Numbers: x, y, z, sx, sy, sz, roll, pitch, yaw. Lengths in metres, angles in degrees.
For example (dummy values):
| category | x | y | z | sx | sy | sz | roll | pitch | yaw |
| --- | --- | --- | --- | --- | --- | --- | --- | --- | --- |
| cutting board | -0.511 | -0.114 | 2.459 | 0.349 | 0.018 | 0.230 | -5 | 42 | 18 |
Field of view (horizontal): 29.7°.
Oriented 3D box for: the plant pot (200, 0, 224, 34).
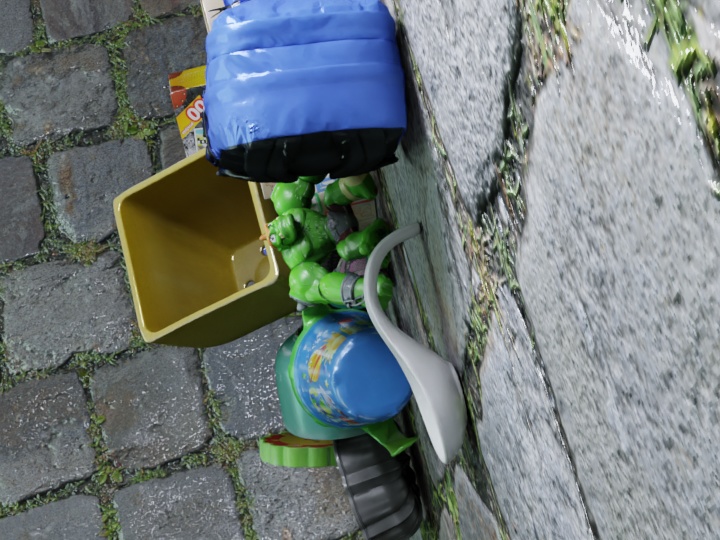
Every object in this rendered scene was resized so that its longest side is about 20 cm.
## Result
| category | x | y | z | sx | sy | sz | roll | pitch | yaw |
| --- | --- | --- | --- | --- | --- | --- | --- | --- | --- |
| plant pot | -0.068 | -0.207 | 1.227 | 0.200 | 0.133 | 0.203 | 165 | 90 | -85 |

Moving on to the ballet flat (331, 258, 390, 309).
| category | x | y | z | sx | sy | sz | roll | pitch | yaw |
| --- | --- | --- | --- | --- | --- | --- | --- | --- | --- |
| ballet flat | 0.000 | 0.000 | 1.538 | 0.200 | 0.068 | 0.072 | 131 | 142 | -80 |

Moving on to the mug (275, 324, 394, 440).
| category | x | y | z | sx | sy | sz | roll | pitch | yaw |
| --- | --- | --- | --- | --- | --- | --- | --- | --- | --- |
| mug | -0.032 | 0.120 | 1.691 | 0.185 | 0.150 | 0.116 | -116 | 16 | -72 |

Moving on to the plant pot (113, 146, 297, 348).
| category | x | y | z | sx | sy | sz | roll | pitch | yaw |
| --- | --- | --- | --- | --- | --- | --- | --- | --- | --- |
| plant pot | -0.152 | -0.017 | 1.661 | 0.199 | 0.194 | 0.197 | 26 | -137 | -59 |

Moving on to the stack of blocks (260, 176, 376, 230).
| category | x | y | z | sx | sy | sz | roll | pitch | yaw |
| --- | --- | --- | --- | --- | --- | --- | --- | --- | --- |
| stack of blocks | -0.060 | -0.123 | 1.524 | 0.059 | 0.114 | 0.202 | 81 | 172 | -55 |

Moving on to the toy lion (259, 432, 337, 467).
| category | x | y | z | sx | sy | sz | roll | pitch | yaw |
| --- | --- | --- | --- | --- | --- | --- | --- | --- | --- |
| toy lion | -0.048 | 0.248 | 1.924 | 0.200 | 0.189 | 0.070 | -128 | 37 | -88 |

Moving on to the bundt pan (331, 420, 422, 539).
| category | x | y | z | sx | sy | sz | roll | pitch | yaw |
| --- | --- | --- | --- | --- | --- | --- | --- | --- | --- |
| bundt pan | 0.025 | 0.256 | 1.740 | 0.202 | 0.075 | 0.204 | -20 | -90 | -84 |

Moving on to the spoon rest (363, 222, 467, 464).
| category | x | y | z | sx | sy | sz | roll | pitch | yaw |
| --- | --- | --- | --- | --- | --- | --- | --- | --- | --- |
| spoon rest | 0.044 | 0.065 | 1.143 | 0.099 | 0.060 | 0.203 | 137 | 120 | -85 |

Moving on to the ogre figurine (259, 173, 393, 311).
| category | x | y | z | sx | sy | sz | roll | pitch | yaw |
| --- | --- | --- | --- | --- | --- | --- | --- | --- | --- |
| ogre figurine | -0.033 | -0.042 | 1.380 | 0.098 | 0.119 | 0.202 | -13 | -101 | -59 |

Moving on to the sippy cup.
| category | x | y | z | sx | sy | sz | roll | pitch | yaw |
| --- | --- | --- | --- | --- | --- | --- | --- | --- | --- |
| sippy cup | -0.001 | 0.111 | 1.485 | 0.141 | 0.176 | 0.130 | -67 | 14 | -7 |

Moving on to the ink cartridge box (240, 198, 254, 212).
| category | x | y | z | sx | sy | sz | roll | pitch | yaw |
| --- | --- | --- | --- | --- | --- | --- | --- | --- | --- |
| ink cartridge box | -0.112 | -0.185 | 1.778 | 0.085 | 0.143 | 0.201 | 80 | 174 | -46 |

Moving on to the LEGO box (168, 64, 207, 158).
| category | x | y | z | sx | sy | sz | roll | pitch | yaw |
| --- | --- | --- | --- | --- | --- | --- | --- | --- | --- |
| LEGO box | -0.159 | -0.219 | 1.920 | 0.077 | 0.197 | 0.151 | -112 | 8 | -61 |

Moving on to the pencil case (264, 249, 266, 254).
| category | x | y | z | sx | sy | sz | roll | pitch | yaw |
| --- | --- | --- | --- | --- | --- | --- | --- | --- | --- |
| pencil case | -0.080 | 0.012 | 1.892 | 0.199 | 0.086 | 0.079 | 32 | 126 | 36 |

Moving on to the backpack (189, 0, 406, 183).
| category | x | y | z | sx | sy | sz | roll | pitch | yaw |
| --- | --- | --- | --- | --- | --- | --- | --- | --- | --- |
| backpack | -0.051 | -0.150 | 1.031 | 0.200 | 0.160 | 0.170 | -149 | 48 | -85 |

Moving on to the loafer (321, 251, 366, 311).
| category | x | y | z | sx | sy | sz | roll | pitch | yaw |
| --- | --- | --- | --- | --- | --- | --- | --- | --- | --- |
| loafer | -0.014 | -0.003 | 1.675 | 0.201 | 0.072 | 0.072 | 93 | 173 | -58 |
